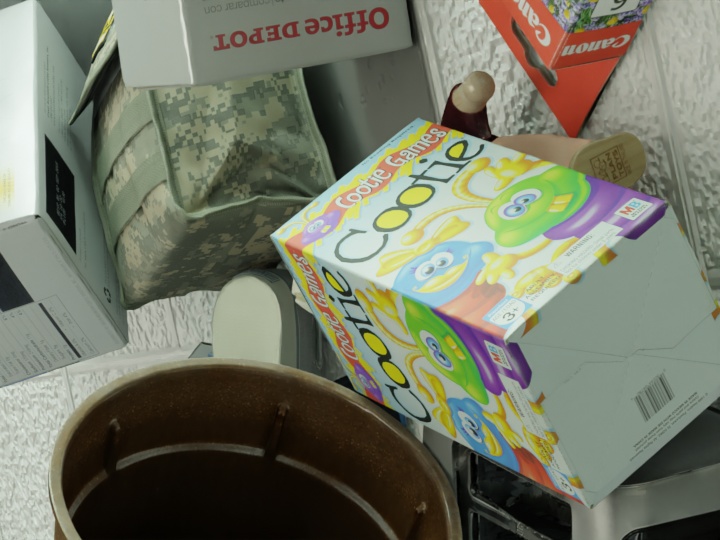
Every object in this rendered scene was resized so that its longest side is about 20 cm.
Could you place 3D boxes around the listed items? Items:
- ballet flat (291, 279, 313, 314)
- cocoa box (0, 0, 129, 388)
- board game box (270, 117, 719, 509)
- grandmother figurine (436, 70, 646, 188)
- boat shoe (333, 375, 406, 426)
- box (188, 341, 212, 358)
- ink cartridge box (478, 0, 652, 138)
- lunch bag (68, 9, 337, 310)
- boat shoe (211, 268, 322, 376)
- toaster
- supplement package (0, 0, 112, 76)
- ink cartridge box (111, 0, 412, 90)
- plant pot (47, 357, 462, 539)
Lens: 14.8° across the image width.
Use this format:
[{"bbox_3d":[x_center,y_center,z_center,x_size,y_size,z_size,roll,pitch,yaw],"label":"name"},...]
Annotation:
[{"bbox_3d":[0.000,0.000,1.494,0.200,0.075,0.068,118,150,-78],"label":"ballet flat"},{"bbox_3d":[-0.231,-0.042,1.719,0.200,0.131,0.133,-97,-17,-44],"label":"cocoa box"},{"bbox_3d":[0.066,0.014,1.302,0.200,0.105,0.103,23,147,55],"label":"board game box"},{"bbox_3d":[0.074,-0.045,1.418,0.200,0.061,0.121,7,115,61],"label":"grandmother figurine"},{"bbox_3d":[-0.015,0.157,1.638,0.084,0.069,0.200,8,111,47],"label":"boat shoe"},{"bbox_3d":[-0.120,0.155,1.719,0.041,0.200,0.156,11,114,12],"label":"box"},{"bbox_3d":[0.095,-0.161,1.349,0.109,0.050,0.200,59,146,28],"label":"ink cartridge box"},{"bbox_3d":[-0.103,-0.100,1.656,0.164,0.118,0.200,134,125,-63],"label":"lunch bag"},{"bbox_3d":[-0.051,0.096,1.684,0.070,0.072,0.201,11,102,33],"label":"boat shoe"},{"bbox_3d":[0.121,0.147,1.357,0.200,0.119,0.181,26,122,55],"label":"toaster"},{"bbox_3d":[-0.249,-0.166,1.828,0.111,0.156,0.200,-113,28,-45],"label":"supplement package"},{"bbox_3d":[-0.064,-0.205,1.512,0.088,0.145,0.200,7,106,58],"label":"ink cartridge box"},{"bbox_3d":[-0.070,0.181,1.371,0.200,0.200,0.198,52,140,37],"label":"plant pot"}]
